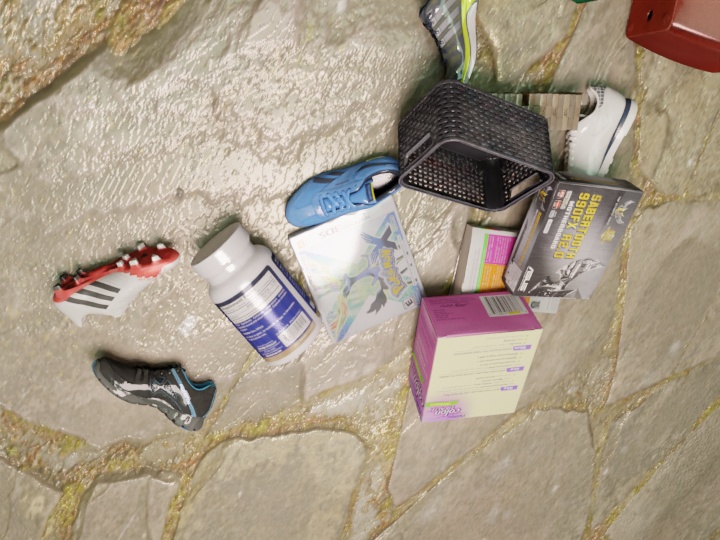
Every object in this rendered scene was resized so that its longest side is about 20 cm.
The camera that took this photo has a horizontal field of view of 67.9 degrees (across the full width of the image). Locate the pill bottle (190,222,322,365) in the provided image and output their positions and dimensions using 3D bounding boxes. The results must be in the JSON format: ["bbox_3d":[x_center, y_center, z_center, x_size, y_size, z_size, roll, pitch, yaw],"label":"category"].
[{"bbox_3d":[-0.156,0.035,0.808,0.115,0.116,0.201,-35,112,2],"label":"pill bottle"}]

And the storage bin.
[{"bbox_3d":[0.162,-0.169,0.764,0.196,0.135,0.096,10,67,-26],"label":"storage bin"}]

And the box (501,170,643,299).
[{"bbox_3d":[0.331,-0.050,0.851,0.155,0.049,0.203,4,122,-17],"label":"box"}]

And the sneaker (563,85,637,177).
[{"bbox_3d":[0.363,-0.193,0.867,0.079,0.076,0.204,20,101,-4],"label":"sneaker"}]

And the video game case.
[{"bbox_3d":[0.000,0.000,0.878,0.179,0.022,0.203,-23,112,-3],"label":"video game case"}]

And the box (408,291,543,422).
[{"bbox_3d":[0.184,0.145,0.898,0.172,0.097,0.203,-4,127,-10],"label":"box"}]

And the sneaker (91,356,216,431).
[{"bbox_3d":[-0.326,0.179,0.857,0.198,0.073,0.083,34,83,-26],"label":"sneaker"}]

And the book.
[{"bbox_3d":[0.264,-0.001,0.921,0.196,0.048,0.137,6,105,-15],"label":"book"}]

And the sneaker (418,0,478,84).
[{"bbox_3d":[0.123,-0.345,0.764,0.079,0.074,0.205,0,104,-1],"label":"sneaker"}]

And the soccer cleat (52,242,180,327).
[{"bbox_3d":[-0.353,0.023,0.793,0.196,0.069,0.086,-20,121,-1],"label":"soccer cleat"}]

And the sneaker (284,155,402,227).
[{"bbox_3d":[-0.022,-0.116,0.804,0.197,0.079,0.067,-22,114,-2],"label":"sneaker"}]

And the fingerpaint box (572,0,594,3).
[{"bbox_3d":[0.278,-0.498,0.733,0.196,0.074,0.170,18,106,-17],"label":"fingerpaint box"}]

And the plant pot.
[{"bbox_3d":[0.504,-0.399,0.759,0.172,0.201,0.204,5,108,-2],"label":"plant pot"}]

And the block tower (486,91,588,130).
[{"bbox_3d":[0.246,-0.246,0.825,0.195,0.054,0.059,-4,111,-10],"label":"block tower"}]
